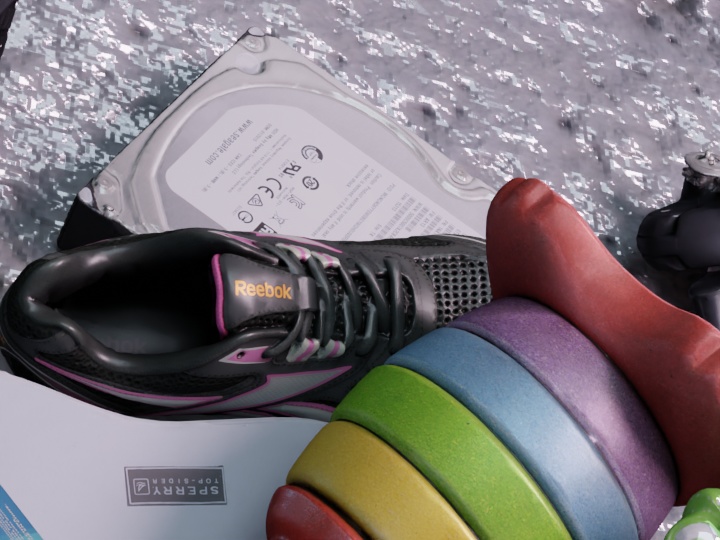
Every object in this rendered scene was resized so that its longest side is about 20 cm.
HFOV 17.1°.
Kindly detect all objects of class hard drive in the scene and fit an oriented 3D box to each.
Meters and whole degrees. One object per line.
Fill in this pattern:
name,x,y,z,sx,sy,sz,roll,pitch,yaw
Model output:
hard drive,0.000,0.000,0.938,0.200,0.038,0.140,36,45,5

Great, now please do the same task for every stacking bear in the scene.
stacking bear,0.018,0.086,0.765,0.200,0.114,0.121,-38,60,-17

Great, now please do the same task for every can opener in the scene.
can opener,0.195,-0.031,1.059,0.063,0.079,0.200,11,27,40

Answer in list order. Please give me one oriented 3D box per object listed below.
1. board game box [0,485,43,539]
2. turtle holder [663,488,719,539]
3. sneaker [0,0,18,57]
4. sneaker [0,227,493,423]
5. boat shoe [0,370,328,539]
board game box,-0.153,0.068,0.650,0.151,0.047,0.200,50,6,8
turtle holder,0.137,0.157,0.770,0.132,0.186,0.141,-23,67,-24
sneaker,-0.199,-0.067,0.871,0.083,0.072,0.200,33,45,5
sneaker,-0.032,0.021,0.835,0.200,0.086,0.080,-8,74,-11
boat shoe,-0.091,0.078,0.810,0.200,0.057,0.069,8,67,-21
